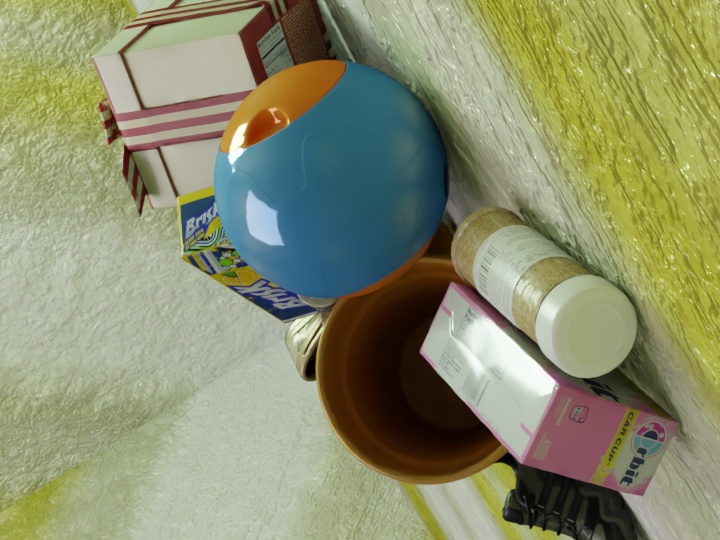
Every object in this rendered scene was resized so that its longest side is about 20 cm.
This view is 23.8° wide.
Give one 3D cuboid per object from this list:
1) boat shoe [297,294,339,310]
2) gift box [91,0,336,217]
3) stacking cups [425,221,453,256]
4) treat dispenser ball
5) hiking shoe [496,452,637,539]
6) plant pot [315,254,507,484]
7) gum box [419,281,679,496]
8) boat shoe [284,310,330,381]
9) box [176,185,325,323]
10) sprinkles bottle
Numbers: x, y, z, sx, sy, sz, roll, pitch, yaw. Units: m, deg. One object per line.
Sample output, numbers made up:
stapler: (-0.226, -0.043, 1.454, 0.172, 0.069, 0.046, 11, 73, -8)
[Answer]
boat shoe: (-0.006, -0.047, 1.577, 0.071, 0.201, 0.060, 15, 158, 12)
gift box: (-0.134, -0.156, 1.613, 0.185, 0.186, 0.201, -49, -51, -55)
stacking cups: (0.000, 0.000, 1.685, 0.199, 0.061, 0.061, -17, 110, 38)
treat dispenser ball: (-0.025, -0.077, 1.443, 0.202, 0.200, 0.201, 58, 173, 11)
hiking shoe: (0.188, 0.226, 1.627, 0.201, 0.100, 0.076, 56, 173, 25)
plant pot: (0.076, 0.093, 1.578, 0.201, 0.200, 0.183, 58, -172, 10)
gum box: (0.136, 0.085, 1.297, 0.113, 0.066, 0.200, 18, -165, -28)
boat shoe: (0.006, 0.036, 1.760, 0.071, 0.200, 0.065, 33, -160, -33)
box: (-0.091, -0.016, 1.600, 0.200, 0.070, 0.065, 37, -138, -57)
sprinkles bottle: (0.131, 0.012, 1.257, 0.069, 0.068, 0.200, 62, 173, -26)
